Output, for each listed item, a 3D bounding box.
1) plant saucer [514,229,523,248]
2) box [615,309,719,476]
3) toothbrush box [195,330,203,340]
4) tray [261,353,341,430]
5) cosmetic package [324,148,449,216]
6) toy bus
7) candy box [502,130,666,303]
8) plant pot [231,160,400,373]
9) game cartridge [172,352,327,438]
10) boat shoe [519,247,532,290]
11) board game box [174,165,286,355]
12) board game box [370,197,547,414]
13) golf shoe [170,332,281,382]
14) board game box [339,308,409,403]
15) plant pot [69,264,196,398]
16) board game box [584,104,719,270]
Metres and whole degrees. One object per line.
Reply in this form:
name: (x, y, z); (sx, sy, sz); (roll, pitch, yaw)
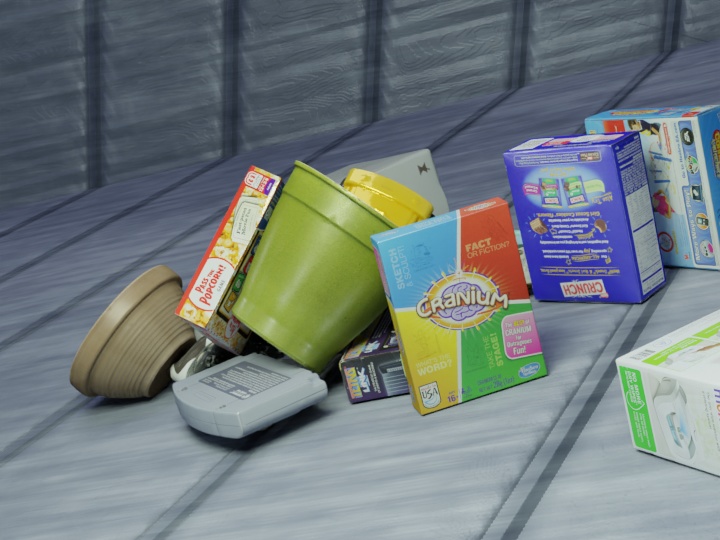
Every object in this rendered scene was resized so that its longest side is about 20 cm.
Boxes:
plant saucer: (0.209, -0.031, 1.952); (0.198, 0.036, 0.200); (-1, 7, 0)
box: (0.364, 0.096, 1.242); (0.199, 0.097, 0.176); (-22, 16, -26)
toothbrush box: (-0.155, 0.044, 2.009); (0.145, 0.086, 0.200); (-13, 15, 9)
tray: (-0.107, 0.151, 1.677); (0.107, 0.022, 0.200); (-6, 16, 29)
cosmetic package: (0.011, -0.070, 2.085); (0.164, 0.166, 0.199); (-25, 11, -36)
toy bus: (0.000, 0.000, 1.824); (0.135, 0.200, 0.193); (23, 59, 7)
candy box: (0.281, -0.065, 1.740); (0.168, 0.202, 0.077); (1, 19, 45)
plant pot: (-0.048, 0.008, 1.641); (0.194, 0.200, 0.200); (-56, 19, -1)
game cartridge: (-0.138, 0.144, 1.617); (0.132, 0.041, 0.200); (-18, 13, -26)
boat shoe: (0.140, -0.001, 1.802); (0.199, 0.070, 0.071); (-3, -16, -34)
board game box: (-0.140, -0.009, 1.704); (0.046, 0.201, 0.152); (23, -11, 17)
board game box: (0.108, 0.039, 1.518); (0.152, 0.202, 0.040); (-17, 14, -8)
golf shoe: (-0.170, 0.097, 1.842); (0.094, 0.078, 0.199); (-3, 17, 40)
board game box: (0.076, 0.086, 1.671); (0.164, 0.057, 0.200); (-13, 14, 16)
plant pot: (-0.282, 0.100, 1.826); (0.201, 0.092, 0.201); (-50, -11, -13)
board game box: (0.392, -0.108, 1.791); (0.056, 0.202, 0.195); (-22, 16, -31)
